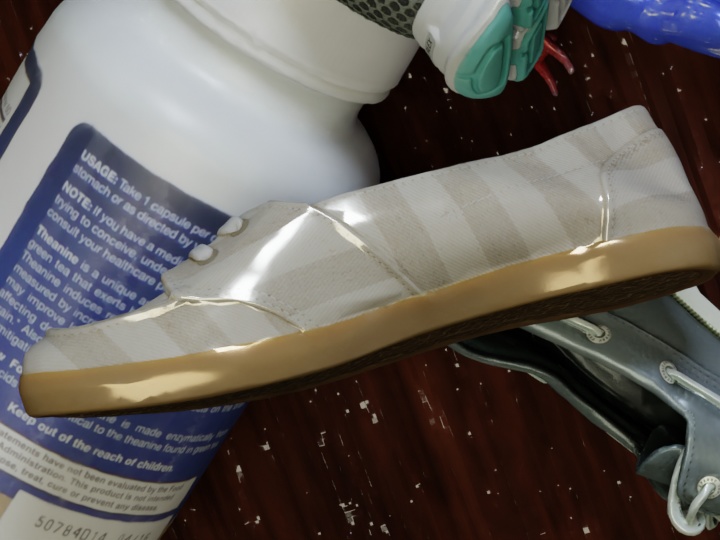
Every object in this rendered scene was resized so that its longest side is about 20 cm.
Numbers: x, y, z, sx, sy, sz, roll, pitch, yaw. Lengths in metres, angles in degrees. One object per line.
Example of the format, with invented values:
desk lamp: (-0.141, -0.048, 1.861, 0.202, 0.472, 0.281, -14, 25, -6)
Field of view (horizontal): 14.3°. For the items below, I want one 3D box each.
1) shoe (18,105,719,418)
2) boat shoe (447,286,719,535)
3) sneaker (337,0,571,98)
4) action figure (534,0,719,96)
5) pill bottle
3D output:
shoe: (0.000, 0.000, 0.792, 0.200, 0.070, 0.053, -13, 84, -13)
boat shoe: (0.099, 0.052, 0.852, 0.200, 0.062, 0.073, 43, 151, 3)
sneaker: (0.041, -0.149, 0.785, 0.091, 0.078, 0.200, 24, 71, 12)
action figure: (0.063, -0.094, 0.832, 0.200, 0.065, 0.052, 30, 150, 16)
pill bottle: (-0.064, -0.015, 0.853, 0.111, 0.111, 0.200, 33, 108, 1)
